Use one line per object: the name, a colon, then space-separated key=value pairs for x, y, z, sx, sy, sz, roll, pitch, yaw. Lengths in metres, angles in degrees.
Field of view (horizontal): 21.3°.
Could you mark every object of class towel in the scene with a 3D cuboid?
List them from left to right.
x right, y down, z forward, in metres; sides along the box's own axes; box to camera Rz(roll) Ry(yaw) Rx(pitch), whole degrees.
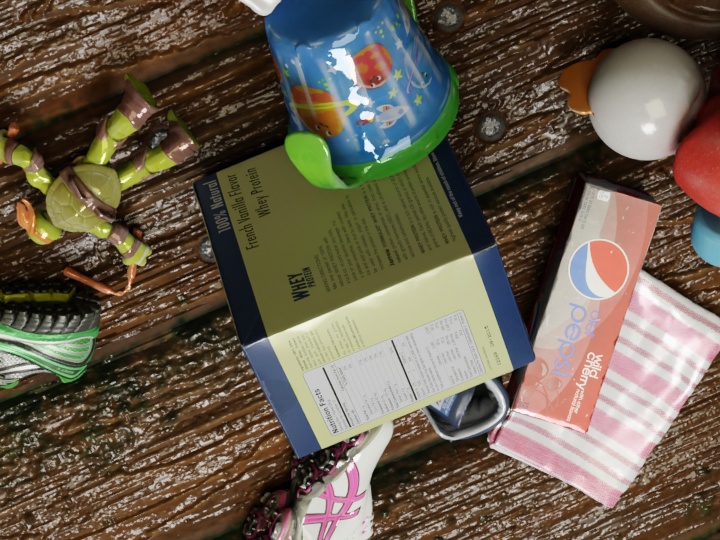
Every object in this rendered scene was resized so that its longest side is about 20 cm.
towel: x=0.217 y=0.099 z=1.658 sx=0.146 sy=0.030 sz=0.201 roll=27 pitch=106 yaw=-20

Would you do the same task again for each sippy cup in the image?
sippy cup: x=-0.007 y=-0.158 z=1.429 sx=0.139 sy=0.178 sz=0.131 roll=-24 pitch=137 yaw=2

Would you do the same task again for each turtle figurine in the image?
turtle figurine: x=-0.215 y=-0.076 z=1.493 sx=0.161 sy=0.064 sz=0.200 roll=-42 pitch=113 yaw=10

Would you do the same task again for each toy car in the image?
toy car: x=0.257 y=-0.138 z=1.515 sx=0.199 sy=0.177 sz=0.185 roll=24 pitch=142 yaw=17

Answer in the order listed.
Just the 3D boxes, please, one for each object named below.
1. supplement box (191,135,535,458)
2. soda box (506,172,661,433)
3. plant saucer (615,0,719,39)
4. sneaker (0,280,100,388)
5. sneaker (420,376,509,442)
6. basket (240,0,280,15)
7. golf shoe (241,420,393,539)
supplement box: x=0.000 y=0.000 z=1.473 sx=0.199 sy=0.201 sz=0.135 roll=-22 pitch=133 yaw=1
soda box: x=0.182 y=0.026 z=1.581 sx=0.070 sy=0.063 sz=0.201 roll=17 pitch=100 yaw=-4
plant saucer: x=0.281 y=-0.274 z=1.508 sx=0.199 sy=0.035 sz=0.202 roll=-4 pitch=114 yaw=-9
sneaker: x=-0.308 y=0.059 z=1.529 sx=0.198 sy=0.078 sz=0.086 roll=3 pitch=117 yaw=-9
sneaker: x=0.031 y=0.080 z=1.576 sx=0.199 sy=0.109 sz=0.070 roll=14 pitch=110 yaw=-15
basket: x=-0.123 y=-0.296 z=1.377 sx=0.199 sy=0.136 sz=0.124 roll=29 pitch=104 yaw=-19
golf shoe: x=-0.021 y=0.189 z=1.637 sx=0.092 sy=0.073 sz=0.200 roll=23 pitch=120 yaw=-24
